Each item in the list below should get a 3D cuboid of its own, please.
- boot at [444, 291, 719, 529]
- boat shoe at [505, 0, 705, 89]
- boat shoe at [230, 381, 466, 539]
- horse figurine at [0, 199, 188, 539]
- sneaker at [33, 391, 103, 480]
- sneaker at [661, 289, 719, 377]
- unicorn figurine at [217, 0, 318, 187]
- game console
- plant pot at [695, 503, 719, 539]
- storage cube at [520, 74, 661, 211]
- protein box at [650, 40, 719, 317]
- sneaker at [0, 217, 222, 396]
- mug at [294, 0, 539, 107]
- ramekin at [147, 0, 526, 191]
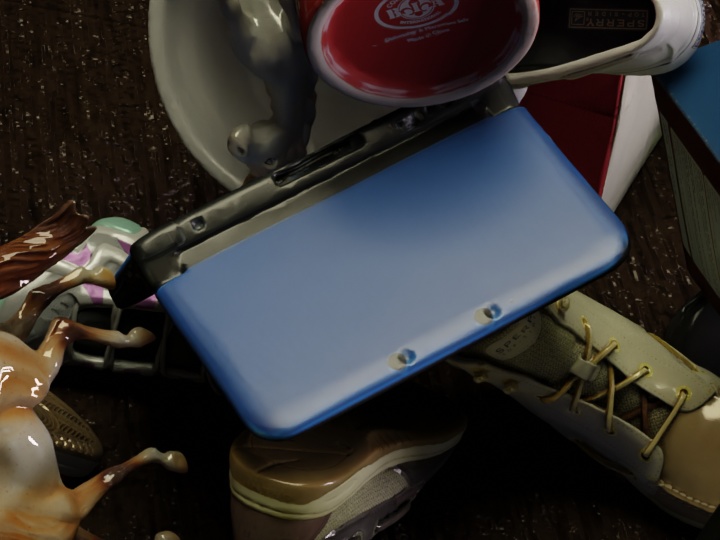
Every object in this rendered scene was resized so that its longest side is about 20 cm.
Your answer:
[{"bbox_3d":[0.114,0.053,1.416,0.200,0.072,0.155,33,1,40],"label":"boot"},{"bbox_3d":[0.065,-0.123,1.435,0.200,0.074,0.065,-6,-2,24],"label":"boat shoe"},{"bbox_3d":[-0.012,0.096,1.393,0.073,0.065,0.200,25,18,21],"label":"boat shoe"},{"bbox_3d":[-0.145,0.073,1.341,0.132,0.200,0.050,-18,10,-38],"label":"horse figurine"},{"bbox_3d":[-0.220,0.095,1.382,0.200,0.113,0.071,18,18,-43],"label":"sneaker"},{"bbox_3d":[0.254,0.041,1.526,0.200,0.074,0.089,-7,35,-19],"label":"sneaker"},{"bbox_3d":[-0.056,-0.132,1.452,0.074,0.137,0.200,-6,69,9],"label":"unicorn figurine"},{"bbox_3d":[0.000,0.000,1.385,0.200,0.171,0.118,-26,86,-15],"label":"game console"},{"bbox_3d":[0.211,0.161,1.191,0.199,0.178,0.200,31,52,13],"label":"plant pot"},{"bbox_3d":[0.091,-0.151,1.687,0.179,0.171,0.200,19,36,15],"label":"storage cube"},{"bbox_3d":[0.274,-0.029,1.413,0.198,0.135,0.200,-20,39,-6],"label":"protein box"},{"bbox_3d":[-0.080,0.034,1.472,0.200,0.078,0.140,-13,39,-26],"label":"sneaker"},{"bbox_3d":[0.029,-0.197,1.368,0.133,0.177,0.200,23,45,-36],"label":"mug"},{"bbox_3d":[-0.002,-0.128,1.548,0.200,0.201,0.098,18,12,15],"label":"ramekin"}]
